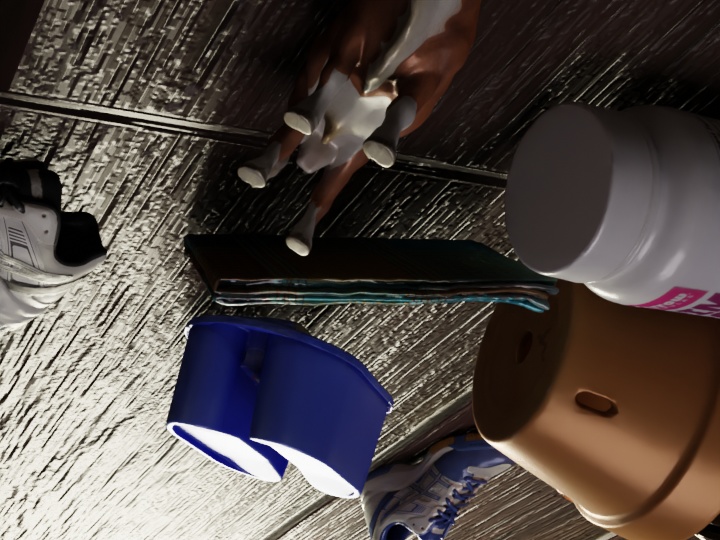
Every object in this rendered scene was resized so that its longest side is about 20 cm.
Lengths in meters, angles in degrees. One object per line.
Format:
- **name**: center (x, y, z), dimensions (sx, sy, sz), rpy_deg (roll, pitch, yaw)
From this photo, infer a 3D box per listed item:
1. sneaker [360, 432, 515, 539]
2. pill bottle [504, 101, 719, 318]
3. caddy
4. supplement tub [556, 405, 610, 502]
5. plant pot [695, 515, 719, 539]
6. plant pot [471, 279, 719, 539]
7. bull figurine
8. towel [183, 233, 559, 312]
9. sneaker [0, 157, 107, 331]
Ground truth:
- **sneaker**: center (0.085, 0.224, 1.227), dimensions (0.075, 0.089, 0.199), rpy_deg (19, 142, -40)
- **pill bottle**: center (0.189, -0.032, 0.716), dimensions (0.198, 0.115, 0.113), rpy_deg (8, 149, -29)
- **caddy**: center (-0.056, 0.092, 0.910), dimensions (0.140, 0.106, 0.200), rpy_deg (9, 160, 21)
- **supplement tub**: center (0.238, 0.137, 1.040), dimensions (0.121, 0.124, 0.200), rpy_deg (2, 161, -20)
- **plant pot**: center (0.421, 0.207, 1.193), dimensions (0.197, 0.202, 0.200), rpy_deg (20, 143, -30)
- **plant pot**: center (0.169, 0.075, 0.862), dimensions (0.139, 0.202, 0.200), rpy_deg (21, 145, -16)
- **bull figurine**: center (0.006, -0.091, 0.558), dimensions (0.065, 0.122, 0.200), rpy_deg (33, 153, -2)
- **towel**: center (0.000, 0.000, 0.739), dimensions (0.197, 0.022, 0.147), rpy_deg (1, -169, -15)
- **sneaker**: center (-0.208, -0.040, 0.655), dimensions (0.087, 0.076, 0.200), rpy_deg (-28, 154, 6)
